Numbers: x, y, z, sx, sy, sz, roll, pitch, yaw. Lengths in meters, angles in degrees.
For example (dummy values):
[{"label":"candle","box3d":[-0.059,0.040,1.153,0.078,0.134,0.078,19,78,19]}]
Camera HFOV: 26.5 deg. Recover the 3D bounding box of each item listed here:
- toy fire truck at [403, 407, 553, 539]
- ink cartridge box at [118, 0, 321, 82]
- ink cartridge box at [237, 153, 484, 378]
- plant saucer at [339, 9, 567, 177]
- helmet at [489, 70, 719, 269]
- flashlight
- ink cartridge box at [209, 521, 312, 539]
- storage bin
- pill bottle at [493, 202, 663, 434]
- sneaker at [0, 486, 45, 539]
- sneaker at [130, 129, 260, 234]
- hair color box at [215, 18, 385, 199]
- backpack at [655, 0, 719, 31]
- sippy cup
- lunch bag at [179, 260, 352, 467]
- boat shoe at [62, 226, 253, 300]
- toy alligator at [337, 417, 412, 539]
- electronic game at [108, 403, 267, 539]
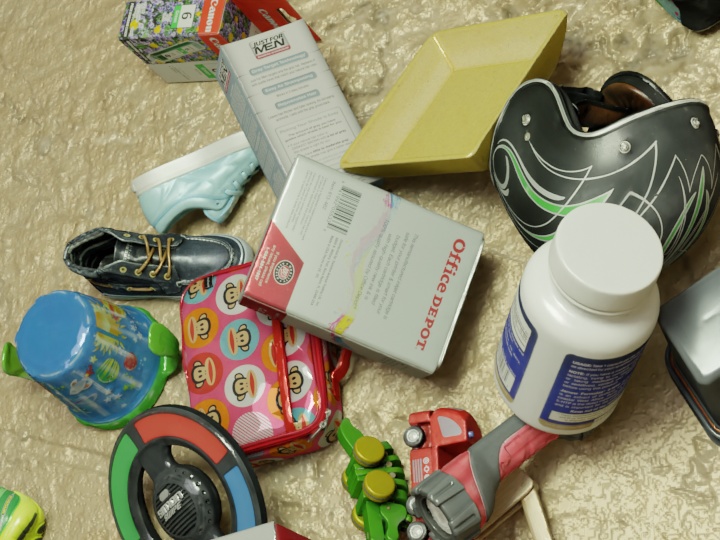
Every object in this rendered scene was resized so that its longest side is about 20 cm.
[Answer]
[{"label":"toy fire truck","box3d":[0.114,0.218,1.398,0.139,0.049,0.203,-11,65,22]},{"label":"ink cartridge box","box3d":[-0.155,-0.254,1.682,0.198,0.109,0.051,2,71,27]},{"label":"ink cartridge box","box3d":[0.000,0.000,1.466,0.198,0.083,0.147,23,79,-5]},{"label":"plant saucer","box3d":[0.099,-0.162,1.504,0.199,0.049,0.201,1,49,50]},{"label":"helmet","box3d":[0.228,-0.084,1.376,0.200,0.200,0.191,-49,53,1]},{"label":"flashlight","box3d":[0.137,0.166,1.356,0.199,0.068,0.068,-32,19,-23]},{"label":"ink cartridge box","box3d":[-0.062,0.295,1.367,0.174,0.200,0.085,-19,62,19]},{"label":"storage bin","box3d":[0.351,0.051,1.296,0.199,0.134,0.146,-35,59,11]},{"label":"pill bottle","box3d":[0.187,0.040,1.292,0.118,0.201,0.121,4,54,-6]},{"label":"sneaker","box3d":[-0.416,0.317,1.613,0.083,0.074,0.201,33,78,30]},{"label":"sneaker","box3d":[-0.145,-0.098,1.653,0.198,0.074,0.083,-22,92,12]},{"label":"hair color box","box3d":[-0.064,-0.151,1.579,0.098,0.061,0.202,-21,72,-19]},{"label":"backpack","box3d":[0.317,-0.358,1.473,0.177,0.150,0.201,-39,54,9]},{"label":"sippy cup","box3d":[-0.288,0.085,1.604,0.177,0.130,0.140,-40,59,6]},{"label":"lunch bag","box3d":[-0.088,0.089,1.536,0.174,0.082,0.203,-16,67,16]},{"label":"boat shoe","box3d":[-0.217,-0.009,1.627,0.198,0.091,0.072,-8,69,24]},{"label":"toy alligator","box3d":[0.024,0.222,1.432,0.054,0.060,0.202,-1,48,-20]},{"label":"electronic game","box3d":[-0.171,0.230,1.494,0.198,0.041,0.203,10,107,34]}]
